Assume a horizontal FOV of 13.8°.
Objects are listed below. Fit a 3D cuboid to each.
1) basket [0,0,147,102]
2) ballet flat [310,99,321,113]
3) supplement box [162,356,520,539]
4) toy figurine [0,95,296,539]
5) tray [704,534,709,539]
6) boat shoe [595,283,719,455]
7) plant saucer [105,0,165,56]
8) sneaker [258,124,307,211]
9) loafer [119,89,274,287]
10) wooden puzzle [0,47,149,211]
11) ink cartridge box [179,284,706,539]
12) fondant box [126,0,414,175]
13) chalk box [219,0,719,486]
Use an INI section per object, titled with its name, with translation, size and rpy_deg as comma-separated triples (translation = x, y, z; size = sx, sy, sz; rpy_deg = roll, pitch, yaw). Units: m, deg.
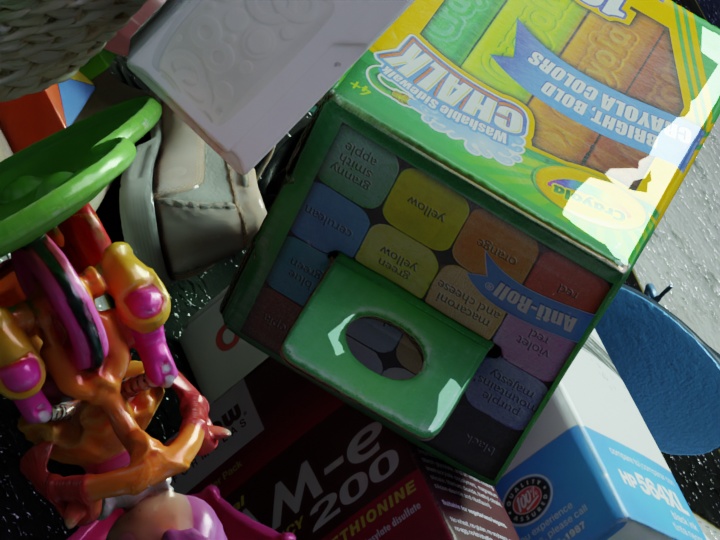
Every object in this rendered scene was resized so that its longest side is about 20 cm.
[basket]
translation = -0.167, -0.170, 1.078
size = 0.200, 0.161, 0.198
rpy_deg = -23, 75, -52
[ballet flat]
translation = -0.026, -0.108, 1.405
size = 0.069, 0.063, 0.200
rpy_deg = 22, 3, -32
[supplement box]
translation = 0.006, 0.124, 1.105
size = 0.061, 0.109, 0.200
rpy_deg = 26, 31, -51
[toy figurine]
translation = -0.080, 0.057, 0.966
size = 0.184, 0.150, 0.200
rpy_deg = 60, -17, -9
[tray]
translation = 0.134, 0.130, 1.404
size = 0.200, 0.022, 0.107
rpy_deg = 47, 19, -17
[boat shoe]
translation = 0.109, 0.026, 1.484
size = 0.200, 0.084, 0.069
rpy_deg = 33, 11, 22
[plant saucer]
translation = -0.122, -0.170, 1.300
size = 0.201, 0.051, 0.201
rpy_deg = 51, 17, -22
[sneaker]
translation = 0.000, 0.000, 1.392
size = 0.099, 0.071, 0.200
rpy_deg = 40, 16, -28
[loafer]
translation = -0.061, -0.050, 1.309
size = 0.200, 0.063, 0.072
rpy_deg = -81, 161, -64
[wooden puzzle]
translation = -0.163, -0.122, 1.254
size = 0.200, 0.046, 0.185
rpy_deg = 48, 19, -11
[ink cartridge box]
translation = 0.031, 0.070, 1.207
size = 0.084, 0.146, 0.200
rpy_deg = 27, 31, -50
[fondant box]
translation = -0.015, -0.111, 1.069
size = 0.058, 0.144, 0.200
rpy_deg = 44, 2, -9
[chalk box]
translation = 0.038, -0.020, 1.083
size = 0.124, 0.124, 0.200
rpy_deg = 31, 41, 2
